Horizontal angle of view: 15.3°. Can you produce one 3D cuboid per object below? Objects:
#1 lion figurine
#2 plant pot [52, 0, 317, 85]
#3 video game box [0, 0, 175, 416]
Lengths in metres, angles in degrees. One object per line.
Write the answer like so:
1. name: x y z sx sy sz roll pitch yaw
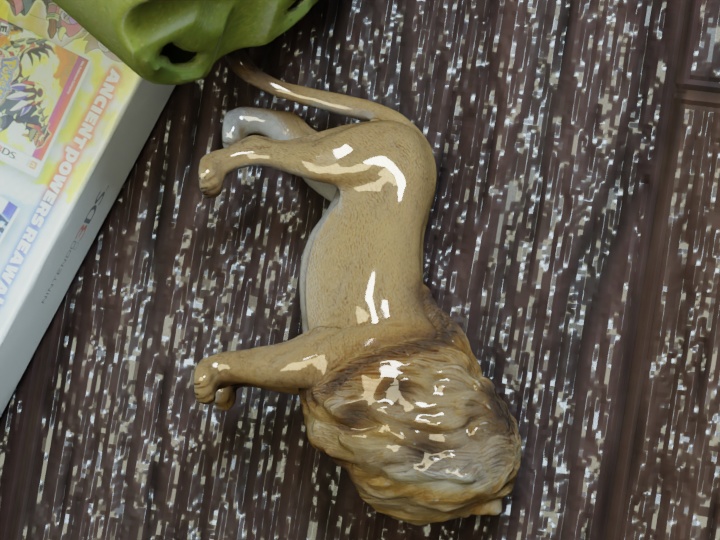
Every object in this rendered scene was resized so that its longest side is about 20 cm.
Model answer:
1. lion figurine: 0.000 0.000 1.054 0.122 0.072 0.202 -3 78 8
2. plant pot: -0.091 -0.180 1.030 0.200 0.200 0.184 -44 72 7
3. video game box: -0.187 -0.061 1.127 0.182 0.047 0.201 29 91 19
